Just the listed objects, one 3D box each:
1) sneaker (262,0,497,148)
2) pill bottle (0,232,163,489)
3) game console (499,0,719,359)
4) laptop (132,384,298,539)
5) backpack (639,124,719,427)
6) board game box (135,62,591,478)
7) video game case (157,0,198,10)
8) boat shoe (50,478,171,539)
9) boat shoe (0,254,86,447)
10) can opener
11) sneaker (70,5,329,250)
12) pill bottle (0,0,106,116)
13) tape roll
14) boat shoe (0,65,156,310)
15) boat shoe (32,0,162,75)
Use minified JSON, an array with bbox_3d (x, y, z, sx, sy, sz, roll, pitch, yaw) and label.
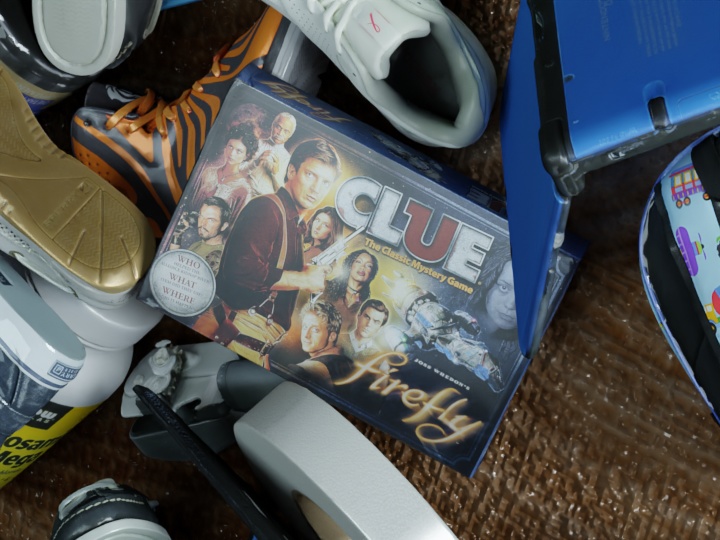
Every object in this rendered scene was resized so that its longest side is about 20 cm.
[{"bbox_3d":[-0.001,-0.137,1.396,0.200,0.099,0.078,41,95,-13],"label":"sneaker"},{"bbox_3d":[-0.202,0.049,1.601,0.200,0.112,0.113,-40,79,33],"label":"pill bottle"},{"bbox_3d":[0.129,-0.083,1.330,0.170,0.201,0.119,-19,129,15],"label":"game console"},{"bbox_3d":[-0.064,0.188,1.506,0.103,0.200,0.177,-44,41,-2],"label":"laptop"},{"bbox_3d":[0.234,0.011,1.292,0.182,0.134,0.201,-35,82,34],"label":"backpack"},{"bbox_3d":[0.000,0.000,1.440,0.199,0.035,0.136,27,111,6],"label":"board game box"},{"bbox_3d":[-0.099,-0.245,1.494,0.143,0.018,0.201,-7,96,51],"label":"video game case"},{"bbox_3d":[-0.144,0.149,1.553,0.075,0.200,0.061,-21,74,-9],"label":"boat shoe"},{"bbox_3d":[-0.241,0.011,1.511,0.091,0.071,0.200,-46,70,11],"label":"boat shoe"},{"bbox_3d":[-0.050,0.061,1.550,0.199,0.053,0.067,-11,130,36],"label":"can opener"},{"bbox_3d":[-0.093,-0.088,1.508,0.112,0.078,0.201,31,115,10],"label":"sneaker"},{"bbox_3d":[-0.241,-0.118,1.588,0.199,0.112,0.112,-27,86,35],"label":"pill bottle"},{"bbox_3d":[0.012,0.144,1.450,0.037,0.203,0.203,-40,74,-12],"label":"tape roll"},{"bbox_3d":[-0.195,-0.050,1.495,0.200,0.071,0.069,45,153,8],"label":"boat shoe"},{"bbox_3d":[-0.130,-0.204,1.483,0.073,0.060,0.201,13,112,24],"label":"boat shoe"}]
